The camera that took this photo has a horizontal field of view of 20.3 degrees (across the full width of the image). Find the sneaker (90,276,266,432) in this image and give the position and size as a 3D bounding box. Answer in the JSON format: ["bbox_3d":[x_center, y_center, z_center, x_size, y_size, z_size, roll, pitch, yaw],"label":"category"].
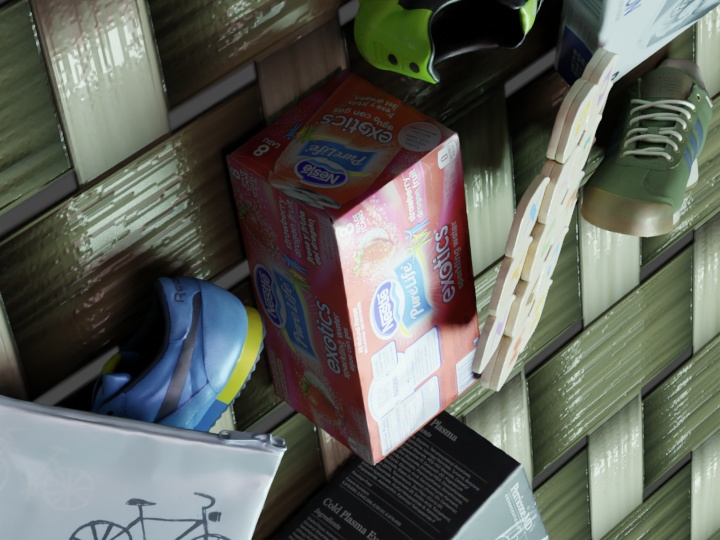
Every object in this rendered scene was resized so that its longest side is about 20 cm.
[{"bbox_3d":[-0.131,0.093,1.126,0.078,0.066,0.201,21,103,-33],"label":"sneaker"}]

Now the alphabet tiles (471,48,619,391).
[{"bbox_3d":[0.113,-0.029,1.207,0.196,0.014,0.201,-52,159,-57],"label":"alphabet tiles"}]

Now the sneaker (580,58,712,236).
[{"bbox_3d":[0.189,-0.088,1.315,0.200,0.067,0.091,-40,138,-67],"label":"sneaker"}]

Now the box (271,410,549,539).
[{"bbox_3d":[0.035,0.221,1.368,0.182,0.104,0.201,-45,143,-18],"label":"box"}]

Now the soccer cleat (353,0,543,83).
[{"bbox_3d":[0.083,-0.169,1.152,0.200,0.081,0.068,-38,140,-25],"label":"soccer cleat"}]

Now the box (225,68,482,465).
[{"bbox_3d":[0.000,0.000,1.169,0.099,0.095,0.201,-37,140,-26],"label":"box"}]

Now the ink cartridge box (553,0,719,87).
[{"bbox_3d":[0.207,-0.204,1.212,0.200,0.041,0.200,-39,166,-7],"label":"ink cartridge box"}]

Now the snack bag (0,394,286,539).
[{"bbox_3d":[-0.155,0.159,1.100,0.187,0.021,0.201,11,113,-21],"label":"snack bag"}]
